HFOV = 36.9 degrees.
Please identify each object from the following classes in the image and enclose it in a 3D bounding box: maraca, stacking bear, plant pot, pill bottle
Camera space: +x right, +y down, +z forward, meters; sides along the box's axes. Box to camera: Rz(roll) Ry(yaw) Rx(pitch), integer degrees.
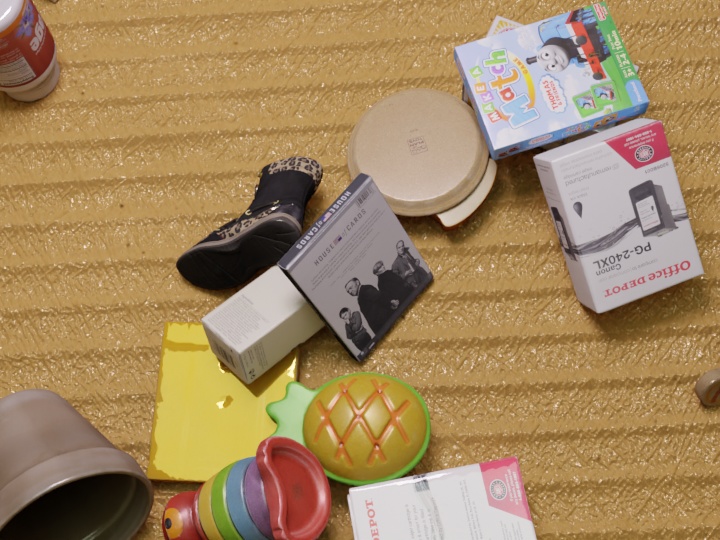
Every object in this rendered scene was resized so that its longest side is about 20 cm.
[{"bbox_3d":[-0.017,0.186,1.275,0.200,0.107,0.137,-1,62,8],"label":"maraca"},{"bbox_3d":[-0.144,0.273,1.230,0.200,0.114,0.122,-23,73,28],"label":"stacking bear"},{"bbox_3d":[-0.367,0.239,1.249,0.200,0.200,0.174,-35,55,-9],"label":"plant pot"},{"bbox_3d":[-0.471,-0.308,1.430,0.112,0.200,0.112,-1,71,3],"label":"pill bottle"}]

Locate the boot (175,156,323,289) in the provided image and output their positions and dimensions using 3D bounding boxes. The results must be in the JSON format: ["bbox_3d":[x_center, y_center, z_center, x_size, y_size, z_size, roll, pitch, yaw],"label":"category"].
[{"bbox_3d":[-0.137,-0.062,1.381,0.200,0.073,0.151,-25,30,36],"label":"boot"}]

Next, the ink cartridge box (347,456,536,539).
[{"bbox_3d":[0.096,0.308,1.235,0.200,0.084,0.145,-11,70,-2],"label":"ink cartridge box"}]

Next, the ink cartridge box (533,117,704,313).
[{"bbox_3d":[0.314,-0.066,1.310,0.145,0.083,0.200,-21,102,-3],"label":"ink cartridge box"}]

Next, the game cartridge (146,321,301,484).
[{"bbox_3d":[-0.166,0.164,1.334,0.176,0.032,0.200,3,73,4],"label":"game cartridge"}]

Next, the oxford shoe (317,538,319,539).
[{"bbox_3d":[-0.096,0.360,1.237,0.071,0.071,0.200,13,70,10],"label":"oxford shoe"}]

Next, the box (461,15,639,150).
[{"bbox_3d":[0.244,-0.233,1.411,0.200,0.101,0.113,22,74,11],"label":"box"}]

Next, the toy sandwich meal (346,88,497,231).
[{"bbox_3d":[0.083,-0.145,1.412,0.205,0.070,0.205,-3,68,7],"label":"toy sandwich meal"}]

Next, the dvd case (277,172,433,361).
[{"bbox_3d":[0.000,0.000,1.299,0.150,0.200,0.025,-48,45,-13],"label":"dvd case"}]

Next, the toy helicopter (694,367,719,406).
[{"bbox_3d":[0.480,0.088,1.278,0.200,0.132,0.079,-39,42,7],"label":"toy helicopter"}]

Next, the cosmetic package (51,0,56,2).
[{"bbox_3d":[-0.428,-0.500,1.565,0.103,0.073,0.200,31,76,14],"label":"cosmetic package"}]

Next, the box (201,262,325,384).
[{"bbox_3d":[-0.090,0.043,1.321,0.200,0.068,0.082,-36,53,-22],"label":"box"}]

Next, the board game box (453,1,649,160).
[{"bbox_3d":[0.235,-0.237,1.340,0.200,0.037,0.151,-18,72,-1],"label":"board game box"}]
